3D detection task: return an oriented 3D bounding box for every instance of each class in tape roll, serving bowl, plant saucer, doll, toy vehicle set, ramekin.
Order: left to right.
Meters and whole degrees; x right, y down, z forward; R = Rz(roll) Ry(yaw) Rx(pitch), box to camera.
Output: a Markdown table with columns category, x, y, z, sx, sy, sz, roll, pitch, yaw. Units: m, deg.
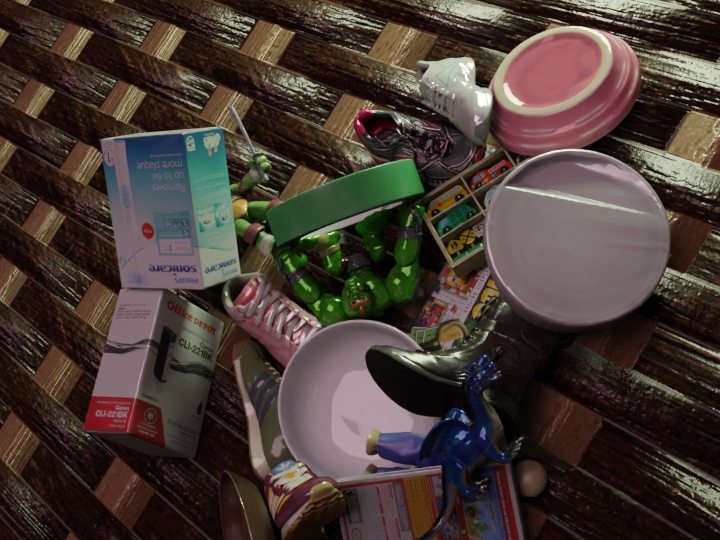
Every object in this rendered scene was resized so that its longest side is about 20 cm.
| category | x | y | z | sx | sy | sz | roll | pitch | yaw |
| --- | --- | --- | --- | --- | --- | --- | --- | --- | --- |
| plant saucer | -0.126 | 0.330 | 1.140 | 0.034 | 0.201 | 0.201 | -9 | 53 | -18 |
| tape roll | -0.019 | -0.084 | 1.241 | 0.200 | 0.200 | 0.048 | -20 | 89 | 23 |
| serving bowl | 0.005 | 0.161 | 1.171 | 0.199 | 0.066 | 0.201 | -2 | 81 | 15 |
| doll | 0.105 | 0.216 | 1.078 | 0.199 | 0.048 | 0.137 | 6 | 85 | 16 |
| toy vehicle set | 0.177 | -0.090 | 1.203 | 0.200 | 0.027 | 0.125 | -32 | 49 | 6 |
| plant saucer | 0.244 | -0.233 | 1.216 | 0.200 | 0.051 | 0.201 | -17 | 48 | 19 |
| ramekin | 0.231 | -0.024 | 1.079 | 0.201 | 0.094 | 0.203 | -1 | 71 | 2 |

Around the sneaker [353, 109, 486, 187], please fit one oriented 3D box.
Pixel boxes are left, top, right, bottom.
| category | x | y | z | sx | sy | sz | roll | pitch | yaw |
| --- | --- | --- | --- | --- | --- | --- | --- | --- | --- |
| sneaker | 0.074 | -0.164 | 1.297 | 0.199 | 0.075 | 0.081 | 16 | 76 | 35 |

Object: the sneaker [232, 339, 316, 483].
| category | x | y | z | sx | sy | sz | roll | pitch | yaw |
| --- | --- | --- | --- | --- | --- | --- | --- | --- | --- |
| sneaker | -0.102 | 0.169 | 1.258 | 0.090 | 0.067 | 0.201 | -23 | 57 | 12 |

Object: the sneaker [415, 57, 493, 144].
| category | x | y | z | sx | sy | sz | roll | pitch | yaw |
| --- | --- | --- | --- | --- | --- | --- | --- | --- | --- |
| sneaker | 0.119 | -0.217 | 1.256 | 0.080 | 0.071 | 0.201 | 2 | 31 | -11 |

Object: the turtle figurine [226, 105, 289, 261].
| category | x | y | z | sx | sy | sz | roll | pitch | yaw |
| --- | --- | --- | --- | --- | --- | --- | --- | --- | --- |
| turtle figurine | -0.172 | -0.105 | 1.365 | 0.193 | 0.144 | 0.201 | 23 | 111 | 24 |

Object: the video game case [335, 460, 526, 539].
| category | x | y | z | sx | sy | sz | roll | pitch | yaw |
| --- | --- | --- | --- | --- | --- | --- | --- | --- | --- |
| video game case | 0.077 | 0.284 | 1.055 | 0.199 | 0.017 | 0.144 | -11 | 90 | 17 |

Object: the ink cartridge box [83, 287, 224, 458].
| category | x | y | z | sx | sy | sz | roll | pitch | yaw |
| --- | --- | --- | --- | --- | --- | --- | --- | --- | --- |
| ink cartridge box | -0.274 | 0.138 | 1.325 | 0.083 | 0.144 | 0.201 | -3 | 66 | 29 |

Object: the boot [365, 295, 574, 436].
| category | x | y | z | sx | sy | sz | roll | pitch | yaw |
| --- | --- | --- | --- | --- | --- | --- | --- | --- | --- |
| boot | 0.123 | 0.090 | 1.097 | 0.199 | 0.069 | 0.174 | 22 | 46 | 14 |

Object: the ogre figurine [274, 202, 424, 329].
| category | x | y | z | sx | sy | sz | roll | pitch | yaw |
| --- | --- | --- | --- | --- | --- | --- | --- | --- | --- |
| ogre figurine | 0.000 | 0.000 | 1.232 | 0.199 | 0.098 | 0.120 | -20 | 83 | -4 |

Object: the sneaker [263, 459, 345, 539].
| category | x | y | z | sx | sy | sz | roll | pitch | yaw |
| --- | --- | --- | --- | --- | --- | --- | --- | --- | --- |
| sneaker | -0.073 | 0.250 | 1.091 | 0.075 | 0.200 | 0.090 | -16 | 67 | -22 |

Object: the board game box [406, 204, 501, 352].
| category | x | y | z | sx | sy | sz | roll | pitch | yaw |
| --- | --- | --- | --- | --- | --- | --- | --- | --- | --- |
| board game box | 0.141 | 0.021 | 1.199 | 0.105 | 0.023 | 0.201 | 24 | 81 | 35 |

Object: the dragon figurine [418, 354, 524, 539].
| category | x | y | z | sx | sy | sz | roll | pitch | yaw |
| --- | --- | --- | --- | --- | --- | --- | --- | --- | --- |
| dragon figurine | 0.097 | 0.178 | 0.997 | 0.099 | 0.059 | 0.200 | 39 | 109 | 8 |

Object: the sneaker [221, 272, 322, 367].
| category | x | y | z | sx | sy | sz | roll | pitch | yaw |
| --- | --- | --- | --- | --- | --- | --- | --- | --- | --- |
| sneaker | -0.108 | 0.068 | 1.278 | 0.200 | 0.105 | 0.075 | 28 | 73 | 38 |

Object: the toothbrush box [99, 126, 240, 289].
| category | x | y | z | sx | sy | sz | roll | pitch | yaw |
| --- | --- | --- | --- | --- | --- | --- | --- | --- | --- |
| toothbrush box | -0.248 | -0.081 | 1.282 | 0.146 | 0.085 | 0.201 | 2 | 104 | 31 |
